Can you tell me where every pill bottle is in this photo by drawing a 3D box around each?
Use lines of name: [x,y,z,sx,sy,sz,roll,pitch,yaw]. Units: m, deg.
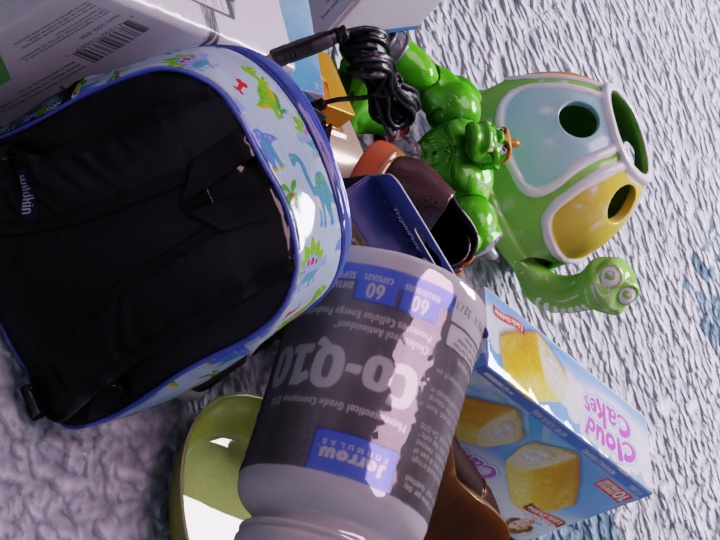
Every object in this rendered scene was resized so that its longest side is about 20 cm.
pill bottle: [-0.005,0.097,1.582,0.114,0.113,0.201,36,62,-42]

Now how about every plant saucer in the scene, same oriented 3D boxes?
plant saucer: [-0.054,0.172,1.644,0.200,0.031,0.201,40,37,-38]

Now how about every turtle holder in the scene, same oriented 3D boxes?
turtle holder: [0.143,-0.065,2.033,0.141,0.131,0.186,52,26,-36]

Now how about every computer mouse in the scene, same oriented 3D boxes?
computer mouse: [-0.062,-0.082,1.629,0.141,0.199,0.046,71,4,-68]

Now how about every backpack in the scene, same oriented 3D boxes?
backpack: [-0.106,-0.030,1.536,0.147,0.200,0.184,-25,89,-61]

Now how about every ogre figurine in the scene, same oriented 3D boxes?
ogre figurine: [0.042,-0.083,1.943,0.120,0.098,0.200,11,41,-35]

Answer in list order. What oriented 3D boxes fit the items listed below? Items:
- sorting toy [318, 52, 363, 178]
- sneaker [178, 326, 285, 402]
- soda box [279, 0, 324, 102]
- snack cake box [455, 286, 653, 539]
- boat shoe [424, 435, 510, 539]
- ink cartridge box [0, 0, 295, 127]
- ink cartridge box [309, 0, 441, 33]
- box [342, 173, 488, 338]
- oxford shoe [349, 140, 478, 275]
sorting toy: [-0.074,-0.161,1.846,0.185,0.036,0.201,17,49,-54]
sneaker: [-0.066,-0.012,1.694,0.071,0.099,0.200,45,33,-29]
soda box: [-0.078,-0.178,1.754,0.068,0.064,0.201,10,52,-28]
snack cake box: [0.096,0.101,1.861,0.200,0.115,0.067,37,39,-40]
boat shoe: [0.030,0.122,1.773,0.200,0.070,0.070,57,3,-48]
ink cartridge box: [-0.156,-0.143,1.598,0.200,0.146,0.084,19,51,-54]
ink cartridge box: [-0.030,-0.262,1.904,0.200,0.086,0.146,49,26,14]
box: [0.000,0.000,1.724,0.032,0.200,0.121,-36,102,-21]
oxford shoe: [0.038,-0.005,1.794,0.071,0.072,0.200,-59,159,-20]
